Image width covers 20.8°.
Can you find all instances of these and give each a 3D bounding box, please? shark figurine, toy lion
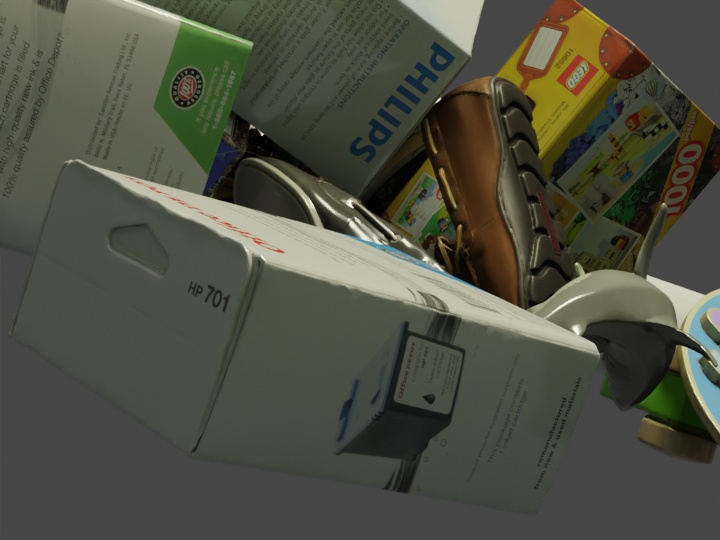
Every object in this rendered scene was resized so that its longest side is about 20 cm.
[{"bbox_3d":[0.139,0.038,1.035,0.089,0.129,0.214,33,18,27],"label":"shark figurine"},{"bbox_3d":[0.239,0.093,1.260,0.199,0.069,0.192,18,0,-20],"label":"toy lion"}]

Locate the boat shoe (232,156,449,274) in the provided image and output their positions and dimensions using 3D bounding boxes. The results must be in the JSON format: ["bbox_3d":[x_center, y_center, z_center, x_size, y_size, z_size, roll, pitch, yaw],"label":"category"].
[{"bbox_3d":[0.000,0.000,1.108,0.057,0.067,0.200,-11,41,-38],"label":"boat shoe"}]

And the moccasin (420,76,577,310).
[{"bbox_3d":[0.074,-0.011,1.137,0.078,0.202,0.074,-23,-16,30],"label":"moccasin"}]

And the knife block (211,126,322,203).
[{"bbox_3d":[-0.073,-0.032,1.357,0.064,0.176,0.200,21,-38,2],"label":"knife block"}]

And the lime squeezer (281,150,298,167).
[{"bbox_3d":[-0.066,-0.036,1.217,0.038,0.200,0.071,-15,-61,36],"label":"lime squeezer"}]

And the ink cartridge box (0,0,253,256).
[{"bbox_3d":[-0.179,-0.088,1.042,0.199,0.147,0.084,18,6,-25],"label":"ink cartridge box"}]

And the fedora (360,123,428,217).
[{"bbox_3d":[0.053,-0.030,1.359,0.092,0.200,0.200,56,21,20],"label":"fedora"}]

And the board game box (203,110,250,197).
[{"bbox_3d":[-0.154,-0.129,1.221,0.159,0.097,0.200,33,27,-16],"label":"board game box"}]

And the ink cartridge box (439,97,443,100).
[{"bbox_3d":[-0.014,-0.088,1.553,0.199,0.145,0.084,21,7,5],"label":"ink cartridge box"}]

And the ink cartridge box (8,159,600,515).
[{"bbox_3d":[-0.023,0.029,0.828,0.199,0.086,0.146,13,9,-42],"label":"ink cartridge box"}]

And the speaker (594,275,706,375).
[{"bbox_3d":[0.184,0.037,1.427,0.199,0.082,0.081,18,7,-17],"label":"speaker"}]

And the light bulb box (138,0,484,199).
[{"bbox_3d":[-0.034,-0.180,1.211,0.200,0.125,0.198,36,27,-10],"label":"light bulb box"}]

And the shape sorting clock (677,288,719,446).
[{"bbox_3d":[0.272,0.080,1.127,0.199,0.039,0.201,20,41,-18],"label":"shape sorting clock"}]

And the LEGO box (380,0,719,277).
[{"bbox_3d":[0.123,-0.050,1.252,0.149,0.200,0.077,32,10,-47],"label":"LEGO box"}]
